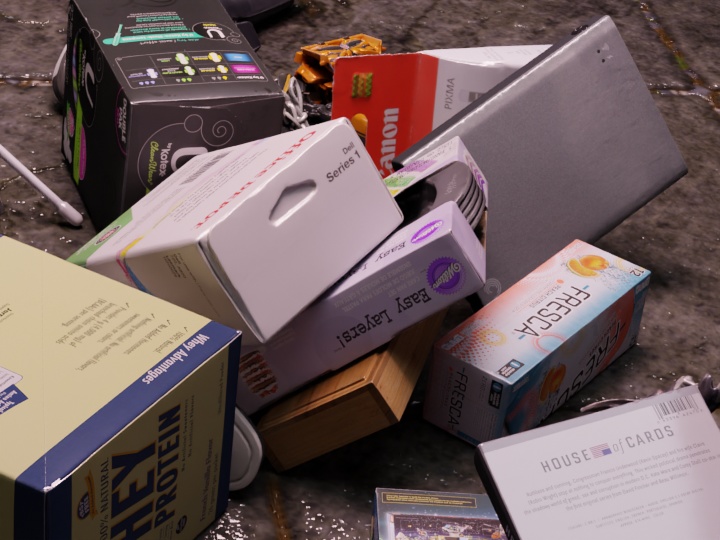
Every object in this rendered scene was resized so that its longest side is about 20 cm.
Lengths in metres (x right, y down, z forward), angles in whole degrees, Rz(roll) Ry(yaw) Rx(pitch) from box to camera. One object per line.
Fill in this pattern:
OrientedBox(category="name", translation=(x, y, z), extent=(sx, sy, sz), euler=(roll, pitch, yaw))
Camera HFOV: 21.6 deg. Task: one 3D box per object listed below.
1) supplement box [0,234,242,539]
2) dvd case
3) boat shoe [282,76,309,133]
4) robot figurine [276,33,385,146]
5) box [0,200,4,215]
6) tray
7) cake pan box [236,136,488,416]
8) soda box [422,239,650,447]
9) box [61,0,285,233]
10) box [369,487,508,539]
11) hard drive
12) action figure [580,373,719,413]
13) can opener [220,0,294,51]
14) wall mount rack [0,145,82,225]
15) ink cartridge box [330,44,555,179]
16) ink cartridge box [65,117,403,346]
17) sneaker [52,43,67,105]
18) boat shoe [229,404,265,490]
OrientedBox(category="supplement box", translation=(-0.207, 0.100, 1.119), extent=(0.198, 0.135, 0.200), euler=(21, 34, 22))
OrientedBox(category="dvd case", translation=(0.169, 0.168, 1.083), extent=(0.149, 0.025, 0.201), euler=(-13, 56, -16))
OrientedBox(category="boat shoe", translation=(-0.078, -0.123, 1.568), extent=(0.067, 0.074, 0.199), euler=(-17, 27, -11))
OrientedBox(category="robot figurine", translation=(0.020, -0.149, 1.641), extent=(0.144, 0.059, 0.200), euler=(-18, 40, -36))
OrientedBox(category="box", translation=(-0.358, -0.003, 1.265), extent=(0.156, 0.050, 0.201), euler=(19, 59, 19))
OrientedBox(category="tray", translation=(0.002, 0.051, 1.283), extent=(0.098, 0.037, 0.200), euler=(-26, 20, 28))
OrientedBox(category="cake pan box", translation=(0.000, 0.000, 1.283), extent=(0.199, 0.053, 0.185), euler=(-29, 20, 17))
OrientedBox(category="soda box", translation=(0.127, 0.051, 1.334), extent=(0.068, 0.064, 0.199), euler=(25, 37, 27))
OrientedBox(category="box", translation=(-0.150, -0.112, 1.462), extent=(0.123, 0.150, 0.200), euler=(-5, 33, -21))
OrientedBox(category="box", translation=(0.107, 0.192, 1.123), extent=(0.198, 0.038, 0.137), euler=(4, 32, -4))
OrientedBox(category="hard drive", translation=(0.135, -0.077, 1.408), extent=(0.199, 0.140, 0.033), euler=(-36, 19, -14))
OrientedBox(category="action figure", translation=(0.239, 0.118, 1.200), extent=(0.200, 0.102, 0.119), euler=(38, 0, 34))
OrientedBox(category="can opener", translation=(-0.114, -0.241, 1.782), extent=(0.063, 0.079, 0.200), euler=(-21, 11, 34))
OrientedBox(category="wall mount rack", translation=(-0.310, -0.052, 1.414), extent=(0.172, 0.075, 0.201), euler=(10, 32, 10))
OrientedBox(category="ink cartridge box", translation=(0.075, -0.089, 1.455), extent=(0.198, 0.164, 0.050), euler=(-6, 29, -20))
OrientedBox(category="ink cartridge box", translation=(-0.088, -0.018, 1.263), extent=(0.145, 0.084, 0.199), euler=(-42, 18, -30))
OrientedBox(category="sneaker", translation=(-0.229, -0.204, 1.694), extent=(0.115, 0.076, 0.201), euler=(-14, 34, 47))
OrientedBox(category="boat shoe", translation=(-0.140, 0.076, 1.237), extent=(0.199, 0.075, 0.060), euler=(26, 17, 19))
